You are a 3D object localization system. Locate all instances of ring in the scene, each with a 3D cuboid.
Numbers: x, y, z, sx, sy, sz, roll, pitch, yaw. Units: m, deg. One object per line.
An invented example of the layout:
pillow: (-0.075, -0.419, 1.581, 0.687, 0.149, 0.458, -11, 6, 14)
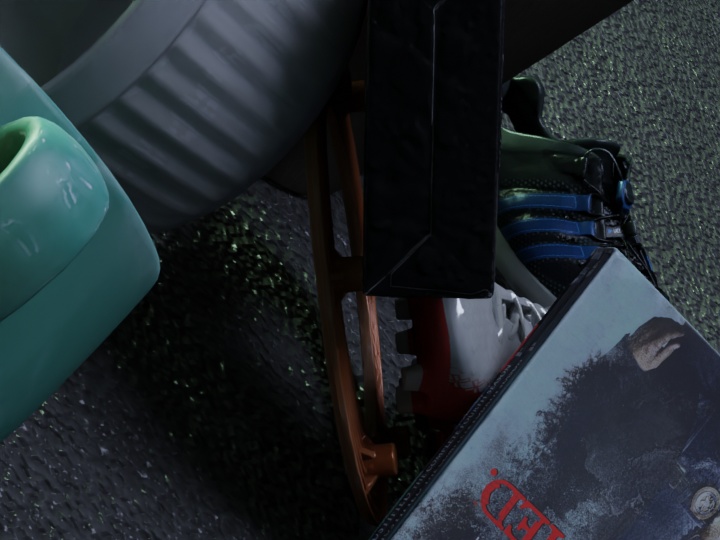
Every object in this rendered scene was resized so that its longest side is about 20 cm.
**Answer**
ring: (0.000, 0.000, 0.943, 0.200, 0.019, 0.201, -6, 90, -85)

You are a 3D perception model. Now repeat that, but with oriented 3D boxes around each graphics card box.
graphics card box: (0.029, -0.073, 0.896, 0.051, 0.126, 0.200, 2, 15, 1)

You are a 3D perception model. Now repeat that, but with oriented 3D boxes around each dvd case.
dvd case: (0.081, 0.113, 0.891, 0.146, 0.200, 0.022, 45, -15, -16)

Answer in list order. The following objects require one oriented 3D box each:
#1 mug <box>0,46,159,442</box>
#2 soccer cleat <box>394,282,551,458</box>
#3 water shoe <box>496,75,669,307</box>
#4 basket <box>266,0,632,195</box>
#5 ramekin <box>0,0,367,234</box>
mug: (-0.149, -0.015, 0.684, 0.152, 0.114, 0.185, 42, -14, 8)
soccer cleat: (0.058, 0.036, 0.960, 0.200, 0.085, 0.069, 70, 15, -71)
water shoe: (0.104, -0.025, 1.164, 0.071, 0.079, 0.200, 9, 31, -51)
basket: (0.021, -0.136, 1.082, 0.180, 0.200, 0.136, 28, 33, -42)
ramekin: (-0.089, -0.106, 0.879, 0.105, 0.200, 0.201, 39, 26, -41)
